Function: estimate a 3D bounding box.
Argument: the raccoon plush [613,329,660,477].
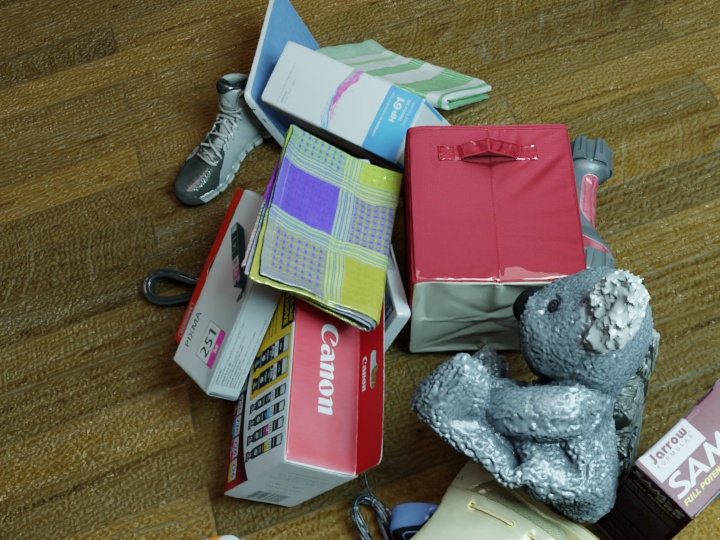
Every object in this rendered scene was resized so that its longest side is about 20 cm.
[{"bbox_3d":[0.224,0.133,0.829,0.133,0.098,0.200,8,30,28],"label":"raccoon plush"}]

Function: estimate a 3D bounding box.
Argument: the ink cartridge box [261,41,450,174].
[{"bbox_3d":[-0.001,-0.190,0.981,0.199,0.144,0.085,27,95,21],"label":"ink cartridge box"}]

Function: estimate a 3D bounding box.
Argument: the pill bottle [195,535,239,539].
[{"bbox_3d":[-0.204,0.318,0.740,0.197,0.113,0.114,-10,59,2],"label":"pill bottle"}]

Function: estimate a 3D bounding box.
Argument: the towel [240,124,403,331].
[{"bbox_3d":[-0.029,-0.046,0.785,0.142,0.023,0.202,25,53,-17],"label":"towel"}]

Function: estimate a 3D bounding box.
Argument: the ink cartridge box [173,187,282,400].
[{"bbox_3d":[-0.147,0.011,0.862,0.173,0.043,0.202,27,95,50],"label":"ink cartridge box"}]

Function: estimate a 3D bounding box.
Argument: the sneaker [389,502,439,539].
[{"bbox_3d":[0.116,0.279,0.744,0.197,0.070,0.079,12,56,14],"label":"sneaker"}]

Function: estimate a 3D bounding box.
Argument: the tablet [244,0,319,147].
[{"bbox_3d":[-0.100,-0.263,1.059,0.014,0.130,0.202,-8,57,26],"label":"tablet"}]

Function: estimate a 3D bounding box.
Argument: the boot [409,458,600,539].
[{"bbox_3d":[0.128,0.270,0.671,0.199,0.073,0.155,39,65,21],"label":"boot"}]

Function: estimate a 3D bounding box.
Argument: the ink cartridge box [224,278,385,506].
[{"bbox_3d":[-0.055,0.111,0.799,0.083,0.175,0.202,19,55,-27],"label":"ink cartridge box"}]

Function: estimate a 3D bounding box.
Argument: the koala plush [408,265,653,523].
[{"bbox_3d":[0.178,0.084,0.684,0.183,0.177,0.201,35,97,17],"label":"koala plush"}]

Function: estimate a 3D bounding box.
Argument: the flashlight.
[{"bbox_3d":[0.266,-0.066,0.931,0.068,0.067,0.202,-22,42,45],"label":"flashlight"}]

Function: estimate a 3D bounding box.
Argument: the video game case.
[{"bbox_3d":[0.000,0.000,0.886,0.018,0.144,0.202,1,56,-23],"label":"video game case"}]

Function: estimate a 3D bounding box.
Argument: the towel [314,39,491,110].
[{"bbox_3d":[0.058,-0.260,1.049,0.199,0.024,0.152,28,31,22],"label":"towel"}]

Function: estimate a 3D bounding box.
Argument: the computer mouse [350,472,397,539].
[{"bbox_3d":[0.001,0.201,0.833,0.058,0.034,0.202,-5,62,-20],"label":"computer mouse"}]

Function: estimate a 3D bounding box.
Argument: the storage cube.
[{"bbox_3d":[0.130,-0.029,0.849,0.168,0.201,0.182,0,63,1],"label":"storage cube"}]

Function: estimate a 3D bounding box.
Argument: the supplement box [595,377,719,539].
[{"bbox_3d":[0.277,0.185,0.701,0.108,0.201,0.061,-38,62,-15],"label":"supplement box"}]

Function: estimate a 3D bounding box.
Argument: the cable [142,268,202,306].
[{"bbox_3d":[-0.161,0.023,0.962,0.198,0.050,0.098,-16,75,12],"label":"cable"}]

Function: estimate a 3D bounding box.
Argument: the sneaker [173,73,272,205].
[{"bbox_3d":[-0.181,-0.186,1.029,0.075,0.116,0.201,29,67,22],"label":"sneaker"}]
